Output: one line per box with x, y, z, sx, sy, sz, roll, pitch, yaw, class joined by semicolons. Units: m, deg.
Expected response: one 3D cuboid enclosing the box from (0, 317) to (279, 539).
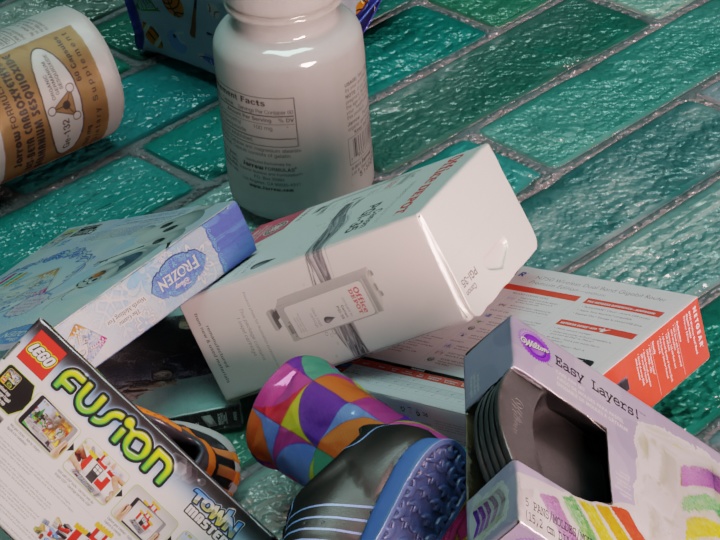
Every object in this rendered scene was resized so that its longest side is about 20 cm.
-0.157;0.135;1.407;0.200;0.035;0.110;42;85;13;box

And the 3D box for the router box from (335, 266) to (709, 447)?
0.099;0.065;1.552;0.200;0.049;0.179;11;35;44;router box

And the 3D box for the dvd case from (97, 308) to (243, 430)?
-0.191;0.079;1.634;0.199;0.022;0.146;-11;34;-6;dvd case

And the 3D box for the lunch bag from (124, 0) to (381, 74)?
-0.082;-0.255;2.032;0.170;0.124;0.200;23;50;37;lunch bag

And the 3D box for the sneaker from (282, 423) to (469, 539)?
-0.018;0.170;1.334;0.078;0.070;0.200;11;54;48;sneaker

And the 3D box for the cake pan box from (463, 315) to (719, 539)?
0.141;0.138;1.357;0.200;0.052;0.184;34;29;-20;cake pan box

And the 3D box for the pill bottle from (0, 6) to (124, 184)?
-0.299;-0.126;1.873;0.200;0.115;0.114;-28;39;-30;pill bottle

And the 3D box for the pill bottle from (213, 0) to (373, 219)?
-0.053;-0.150;1.782;0.114;0.201;0.114;-3;33;2;pill bottle

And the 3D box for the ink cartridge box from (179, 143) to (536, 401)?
0.000;0.000;1.583;0.200;0.083;0.147;-20;13;29;ink cartridge box

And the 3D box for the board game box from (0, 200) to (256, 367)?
-0.203;0.025;1.590;0.200;0.043;0.199;-7;23;49;board game box

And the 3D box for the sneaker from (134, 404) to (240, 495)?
-0.181;0.106;1.496;0.199;0.112;0.078;4;77;15;sneaker

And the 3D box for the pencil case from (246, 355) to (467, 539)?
0.018;0.126;1.444;0.088;0.089;0.200;-29;43;-32;pencil case
